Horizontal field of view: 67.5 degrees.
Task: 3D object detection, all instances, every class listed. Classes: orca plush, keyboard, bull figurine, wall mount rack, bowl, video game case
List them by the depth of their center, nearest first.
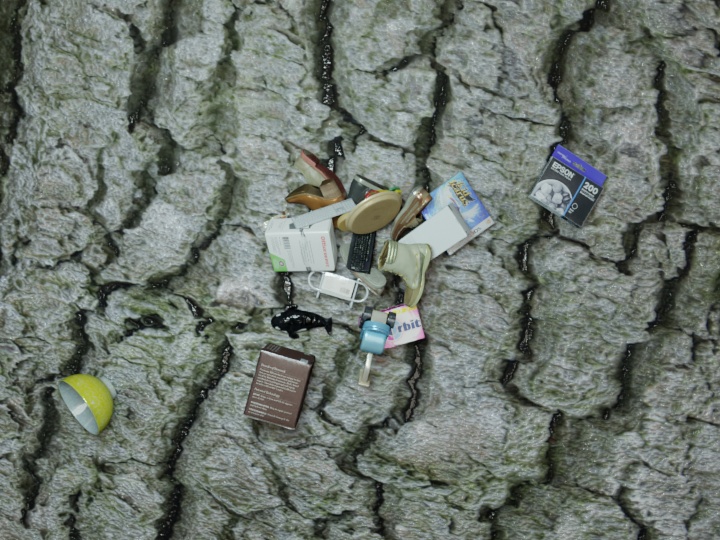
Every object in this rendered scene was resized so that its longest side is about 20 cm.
[{"bbox_3d":[-0.108,-0.171,1.618,0.197,0.056,0.011,-20,130,-13],"label":"keyboard"},{"bbox_3d":[-0.826,0.393,1.668,0.201,0.200,0.107,52,46,0],"label":"bowl"},{"bbox_3d":[0.029,-0.069,1.673,0.124,0.021,0.203,10,49,0],"label":"keyboard"},{"bbox_3d":[-0.221,-0.141,1.698,0.196,0.066,0.122,19,132,-8],"label":"bull figurine"},{"bbox_3d":[-0.189,0.172,1.706,0.196,0.071,0.107,17,90,-1],"label":"orca plush"},{"bbox_3d":[-0.062,0.019,1.712,0.196,0.075,0.177,17,93,-2],"label":"wall mount rack"},{"bbox_3d":[0.301,-0.181,1.727,0.180,0.045,0.202,-35,91,-1],"label":"video game case"}]

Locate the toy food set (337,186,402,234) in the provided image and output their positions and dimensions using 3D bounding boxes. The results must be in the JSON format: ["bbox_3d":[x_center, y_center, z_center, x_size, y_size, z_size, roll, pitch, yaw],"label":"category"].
[{"bbox_3d":[0.038,-0.177,1.625,0.195,0.200,0.049,-7,60,-39],"label":"toy food set"}]

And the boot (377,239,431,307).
[{"bbox_3d":[0.121,0.009,1.621,0.152,0.072,0.204,5,107,-24],"label":"boot"}]

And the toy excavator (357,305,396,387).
[{"bbox_3d":[0.031,0.234,1.623,0.098,0.195,0.204,14,64,-2],"label":"toy excavator"}]

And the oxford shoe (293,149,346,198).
[{"bbox_3d":[-0.128,-0.292,1.721,0.200,0.071,0.075,45,116,-2],"label":"oxford shoe"}]

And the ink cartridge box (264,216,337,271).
[{"bbox_3d":[-0.176,-0.079,1.646,0.195,0.085,0.148,-1,129,9],"label":"ink cartridge box"}]

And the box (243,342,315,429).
[{"bbox_3d":[-0.245,0.351,1.659,0.161,0.166,0.204,15,90,0],"label":"box"}]

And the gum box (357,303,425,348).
[{"bbox_3d":[0.095,0.181,1.713,0.196,0.066,0.116,-16,91,-1],"label":"gum box"}]

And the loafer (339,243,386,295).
[{"bbox_3d":[0.000,0.000,1.664,0.071,0.064,0.200,-28,58,-30],"label":"loafer"}]

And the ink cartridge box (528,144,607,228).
[{"bbox_3d":[0.674,-0.274,1.735,0.196,0.043,0.202,31,88,0],"label":"ink cartridge box"}]

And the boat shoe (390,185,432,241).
[{"bbox_3d":[0.156,-0.165,1.668,0.071,0.076,0.202,36,125,10],"label":"boat shoe"}]

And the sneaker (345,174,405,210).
[{"bbox_3d":[0.048,-0.217,1.720,0.197,0.075,0.107,26,110,-9],"label":"sneaker"}]

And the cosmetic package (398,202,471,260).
[{"bbox_3d":[0.230,-0.107,1.669,0.198,0.081,0.114,-33,91,26],"label":"cosmetic package"}]

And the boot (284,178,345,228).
[{"bbox_3d":[-0.134,-0.199,1.712,0.196,0.077,0.157,-12,120,21],"label":"boot"}]
